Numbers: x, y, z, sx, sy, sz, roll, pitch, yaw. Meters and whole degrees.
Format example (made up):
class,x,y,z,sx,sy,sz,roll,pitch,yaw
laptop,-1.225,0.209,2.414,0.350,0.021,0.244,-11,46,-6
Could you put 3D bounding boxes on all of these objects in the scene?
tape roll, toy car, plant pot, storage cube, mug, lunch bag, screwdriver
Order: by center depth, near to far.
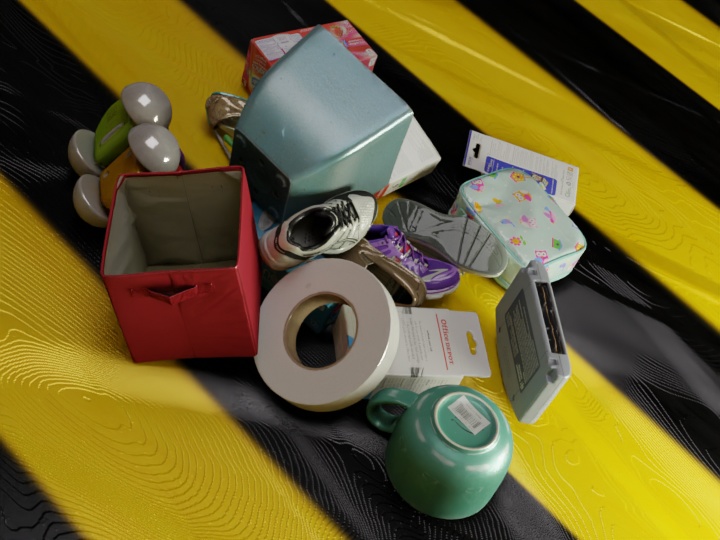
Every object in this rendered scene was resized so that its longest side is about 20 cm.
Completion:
class,x,y,z,sx,sy,sz,roll,pitch,yaw
mug,0.103,0.220,1.454,0.183,0.115,0.153,9,48,-12
storage cube,-0.222,-0.004,1.465,0.169,0.181,0.201,-4,50,2
tape roll,-0.047,0.083,1.497,0.201,0.037,0.205,-9,65,19
toy car,-0.313,-0.152,1.626,0.149,0.175,0.201,29,34,-44
plant pot,-0.077,-0.183,1.627,0.200,0.196,0.196,-39,75,-27
screwdriver,-0.191,-0.163,1.748,0.028,0.029,0.201,-11,55,-27
lunch bag,0.236,-0.064,1.777,0.159,0.077,0.200,-22,60,-31

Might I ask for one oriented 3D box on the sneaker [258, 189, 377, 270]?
class,x,y,z,sx,sy,sz,roll,pitch,yaw
sneaker,-0.041,-0.059,1.550,0.199,0.088,0.076,-31,90,-33

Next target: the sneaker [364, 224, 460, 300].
class,x,y,z,sx,sy,sz,roll,pitch,yaw
sneaker,0.055,-0.021,1.662,0.198,0.084,0.081,19,33,-3

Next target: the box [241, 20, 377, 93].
class,x,y,z,sx,sy,sz,roll,pitch,yaw
box,-0.084,-0.333,1.886,0.199,0.096,0.100,-19,59,-32

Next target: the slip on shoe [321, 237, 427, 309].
class,x,y,z,sx,sy,sz,roll,pitch,yaw
slip on shoe,0.000,0.000,1.618,0.199,0.076,0.061,31,16,5

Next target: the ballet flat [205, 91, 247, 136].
class,x,y,z,sx,sy,sz,roll,pitch,yaw
ballet flat,-0.149,-0.229,1.805,0.198,0.071,0.066,9,74,-11

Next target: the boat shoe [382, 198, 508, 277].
class,x,y,z,sx,sy,sz,roll,pitch,yaw
boat shoe,0.127,-0.044,1.717,0.200,0.065,0.075,22,74,10

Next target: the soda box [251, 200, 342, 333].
class,x,y,z,sx,sy,sz,roll,pitch,yaw
soda box,-0.105,-0.007,1.616,0.200,0.064,0.068,40,49,16

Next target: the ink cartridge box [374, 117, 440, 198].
class,x,y,z,sx,sy,sz,roll,pitch,yaw
ink cartridge box,0.016,-0.172,1.793,0.199,0.050,0.109,-28,77,-26

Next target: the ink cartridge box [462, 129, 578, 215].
class,x,y,z,sx,sy,sz,roll,pitch,yaw
ink cartridge box,0.265,-0.163,1.902,0.198,0.037,0.095,20,47,-5

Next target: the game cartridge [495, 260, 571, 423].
class,x,y,z,sx,sy,sz,roll,pitch,yaw
game cartridge,0.235,0.103,1.590,0.041,0.134,0.201,5,49,-14

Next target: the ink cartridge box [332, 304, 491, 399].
class,x,y,z,sx,sy,sz,roll,pitch,yaw
ink cartridge box,0.069,0.115,1.567,0.198,0.067,0.117,4,50,-16

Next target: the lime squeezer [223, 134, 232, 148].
class,x,y,z,sx,sy,sz,roll,pitch,yaw
lime squeezer,-0.135,-0.149,1.727,0.199,0.038,0.071,34,31,6
